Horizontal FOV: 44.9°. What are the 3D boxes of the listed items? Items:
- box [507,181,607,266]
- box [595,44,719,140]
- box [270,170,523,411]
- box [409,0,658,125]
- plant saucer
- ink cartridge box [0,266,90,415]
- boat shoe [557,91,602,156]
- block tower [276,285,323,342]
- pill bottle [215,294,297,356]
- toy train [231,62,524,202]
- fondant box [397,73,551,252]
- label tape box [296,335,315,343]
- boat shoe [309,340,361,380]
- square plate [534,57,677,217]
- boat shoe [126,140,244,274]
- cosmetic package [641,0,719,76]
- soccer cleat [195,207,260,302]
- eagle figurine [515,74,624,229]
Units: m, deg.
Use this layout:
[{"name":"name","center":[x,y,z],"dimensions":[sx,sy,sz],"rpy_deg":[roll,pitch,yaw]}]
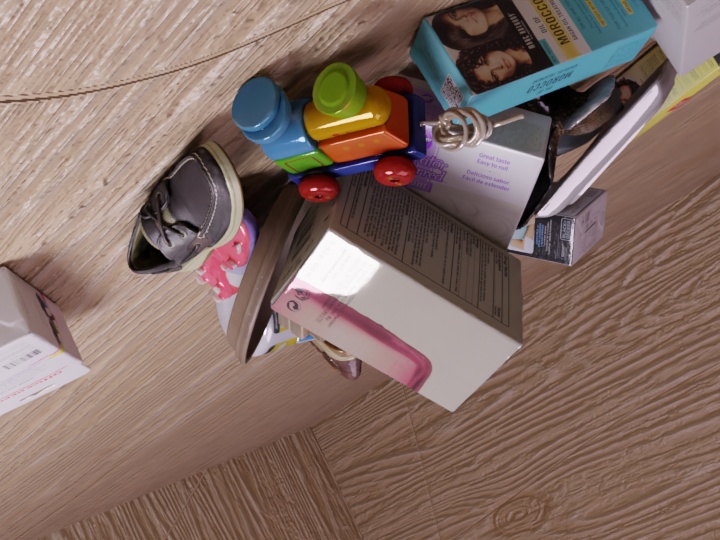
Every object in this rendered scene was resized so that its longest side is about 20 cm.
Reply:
[{"name":"box","center":[0.188,-0.071,1.071],"dimensions":[0.198,0.061,0.116],"rpy_deg":[14,-152,30]},{"name":"box","center":[0.377,-0.235,1.109],"dimensions":[0.050,0.076,0.200],"rpy_deg":[-18,163,-42]},{"name":"box","center":[0.037,0.011,0.787],"dimensions":[0.109,0.199,0.128],"rpy_deg":[-50,-165,34]},{"name":"box","center":[0.147,-0.196,0.739],"dimensions":[0.198,0.083,0.049],"rpy_deg":[-24,164,-21]},{"name":"plant saucer","center":[-0.091,-0.004,0.880],"dimensions":[0.200,0.029,0.202],"rpy_deg":[-158,-91,-89]},{"name":"ink cartridge box","center":[-0.336,0.074,0.809],"dimensions":[0.114,0.068,0.200],"rpy_deg":[-26,167,-9]},{"name":"boat shoe","center":[0.206,-0.153,1.066],"dimensions":[0.198,0.074,0.068],"rpy_deg":[-32,178,-14]},{"name":"block tower","center":[0.000,0.000,0.925],"dimensions":[0.199,0.054,0.058],"rpy_deg":[-36,144,-35]},{"name":"pill bottle","center":[-0.073,0.028,1.096],"dimensions":[0.199,0.113,0.112],"rpy_deg":[-18,164,-39]},{"name":"toy train","center":[0.010,-0.120,0.653],"dimensions":[0.198,0.086,0.115],"rpy_deg":[-9,163,27]},{"name":"fondant box","center":[0.082,-0.076,0.830],"dimensions":[0.201,0.143,0.059],"rpy_deg":[102,6,-52]},{"name":"label tape box","center":[-0.014,-0.010,1.007],"dimensions":[0.066,0.145,0.199],"rpy_deg":[20,-158,39]},{"name":"boat shoe","center":[-0.050,0.079,1.196],"dimensions":[0.072,0.200,0.073],"rpy_deg":[-23,127,-19]},{"name":"square plate","center":[0.288,-0.153,0.987],"dimensions":[0.199,0.028,0.200],"rpy_deg":[-53,174,33]},{"name":"boat shoe","center":[-0.153,-0.039,0.739],"dimensions":[0.064,0.074,0.200],"rpy_deg":[-26,169,-31]},{"name":"cosmetic package","center":[0.282,-0.254,0.741],"dimensions":[0.084,0.108,0.200],"rpy_deg":[-32,169,16]},{"name":"soccer cleat","center":[-0.126,-0.029,0.890],"dimensions":[0.076,0.067,0.200],"rpy_deg":[-44,174,-24]},{"name":"eagle figurine","center":[0.188,-0.147,0.873],"dimensions":[0.150,0.152,0.200],"rpy_deg":[-14,141,20]}]
